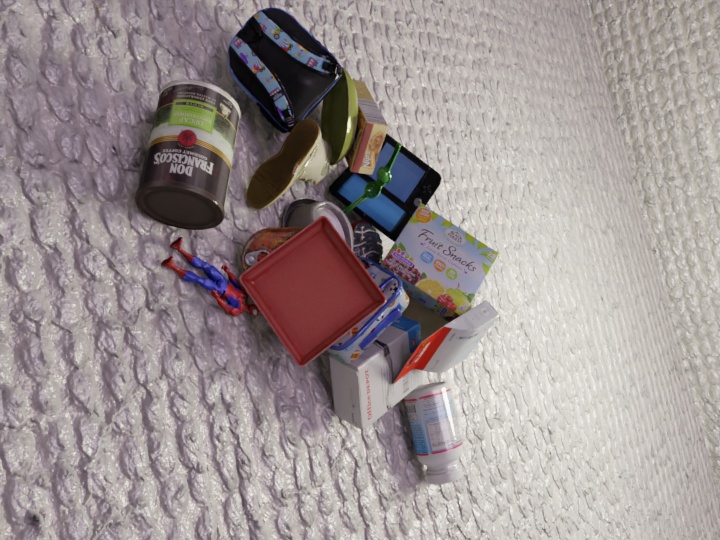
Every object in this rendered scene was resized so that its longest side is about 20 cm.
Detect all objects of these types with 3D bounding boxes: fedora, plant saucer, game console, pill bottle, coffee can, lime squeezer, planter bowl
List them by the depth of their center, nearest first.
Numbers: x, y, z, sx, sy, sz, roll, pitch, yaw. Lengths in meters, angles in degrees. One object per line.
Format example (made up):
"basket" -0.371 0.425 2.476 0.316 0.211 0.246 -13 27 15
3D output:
"coffee can" -0.287 -0.193 1.076 0.145 0.145 0.205 24 60 -39
"plant saucer" -0.086 0.038 1.153 0.198 0.037 0.201 -36 80 -13
"fedora" -0.072 -0.060 1.299 0.175 0.089 0.204 -26 96 -47
"plant saucer" -0.043 -0.323 1.340 0.030 0.200 0.205 0 75 -19
"lime squeezer" 0.030 -0.191 1.343 0.070 0.200 0.038 10 38 -52
"pill bottle" 0.165 0.356 1.400 0.107 0.107 0.205 -6 82 -46
"game console" 0.059 -0.191 1.407 0.198 0.172 0.118 36 12 1
"planter bowl" 0.167 0.089 1.407 0.199 0.133 0.204 -34 136 -42

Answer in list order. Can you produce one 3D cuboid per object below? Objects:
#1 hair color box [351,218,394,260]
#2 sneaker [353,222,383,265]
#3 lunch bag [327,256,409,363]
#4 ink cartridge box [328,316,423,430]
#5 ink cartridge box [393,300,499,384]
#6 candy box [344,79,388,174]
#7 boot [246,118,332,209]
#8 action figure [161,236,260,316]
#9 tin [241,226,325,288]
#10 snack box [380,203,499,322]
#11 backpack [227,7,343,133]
"hair color box" 0.060 -0.030 1.449 0.110 0.063 0.204 -25 94 -48
"sneaker" 0.000 0.000 1.361 0.076 0.086 0.206 2 77 -34
"lunch bag" -0.007 0.070 1.219 0.200 0.159 0.076 -44 137 -14
"ink cartridge box" 0.035 0.199 1.283 0.198 0.083 0.148 -29 124 -41
"ink cartridge box" 0.168 0.156 1.251 0.198 0.161 0.047 -27 66 -36
"candy box" -0.006 -0.312 1.365 0.054 0.117 0.202 3 40 -22
"boot" -0.135 -0.195 1.278 0.072 0.201 0.155 39 2 11
"action figure" -0.251 0.024 1.118 0.199 0.051 0.067 42 46 -32
"tin" -0.127 -0.023 1.202 0.195 0.042 0.115 -2 88 -16
"snack box" 0.161 -0.014 1.322 0.198 0.068 0.170 34 68 6
"backpack" -0.157 -0.397 1.253 0.199 0.135 0.183 42 93 -11
